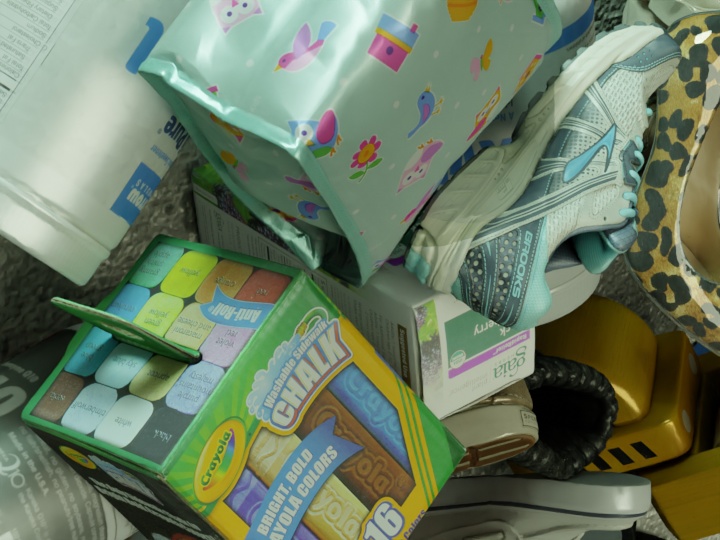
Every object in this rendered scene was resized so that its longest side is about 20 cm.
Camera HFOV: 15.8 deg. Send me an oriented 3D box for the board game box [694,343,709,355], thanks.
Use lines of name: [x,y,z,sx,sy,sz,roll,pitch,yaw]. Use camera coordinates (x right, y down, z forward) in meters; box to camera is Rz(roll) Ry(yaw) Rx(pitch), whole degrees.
board game box: [0.309,0.062,1.736,0.200,0.152,0.045,-44,133,-15]

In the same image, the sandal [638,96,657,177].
sandal: [0.194,-0.076,1.591,0.201,0.057,0.080,-30,87,-4]

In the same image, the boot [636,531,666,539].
boot: [0.149,0.246,1.747,0.200,0.073,0.151,15,101,-50]

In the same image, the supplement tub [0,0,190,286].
supplement tub: [-0.133,-0.108,1.276,0.132,0.132,0.200,36,86,-45]

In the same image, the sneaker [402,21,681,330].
sneaker: [0.110,-0.043,1.322,0.200,0.086,0.078,-46,169,-26]

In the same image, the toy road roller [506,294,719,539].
toy road roller: [0.180,0.082,1.610,0.146,0.200,0.123,60,26,-28]

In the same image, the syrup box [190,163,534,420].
syrup box: [0.000,0.000,1.397,0.079,0.200,0.081,-26,126,-29]

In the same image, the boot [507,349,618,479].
boot: [0.028,0.073,1.487,0.211,0.158,0.079,-15,119,-36]

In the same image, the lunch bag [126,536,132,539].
lunch bag: [-0.081,0.187,1.503,0.200,0.082,0.176,-1,110,-41]

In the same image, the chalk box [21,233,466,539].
chalk box: [-0.069,0.067,1.276,0.124,0.125,0.200,-54,129,-18]

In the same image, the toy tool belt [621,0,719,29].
toy tool belt: [0.251,-0.186,1.576,0.200,0.125,0.123,-9,112,-16]

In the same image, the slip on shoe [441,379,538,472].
slip on shoe: [-0.005,0.092,1.415,0.200,0.061,0.076,-19,163,12]

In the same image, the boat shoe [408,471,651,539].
boat shoe: [0.097,0.155,1.557,0.072,0.200,0.066,0,85,-43]

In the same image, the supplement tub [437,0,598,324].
supplement tub: [0.068,-0.081,1.455,0.132,0.132,0.200,-25,125,-30]

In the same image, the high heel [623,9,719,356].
high heel: [0.215,-0.046,1.510,0.143,0.200,0.071,-33,-179,29]

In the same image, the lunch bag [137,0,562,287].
lunch bag: [0.005,-0.096,1.253,0.170,0.122,0.200,-55,153,-10]

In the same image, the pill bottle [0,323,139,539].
pill bottle: [-0.161,0.098,1.366,0.200,0.114,0.114,-30,128,-27]

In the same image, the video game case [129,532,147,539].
video game case: [-0.098,0.254,1.454,0.182,0.023,0.200,26,93,-41]
